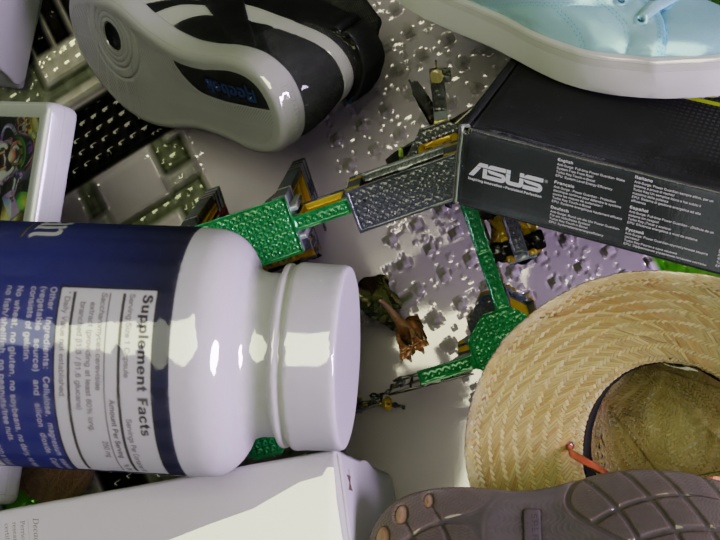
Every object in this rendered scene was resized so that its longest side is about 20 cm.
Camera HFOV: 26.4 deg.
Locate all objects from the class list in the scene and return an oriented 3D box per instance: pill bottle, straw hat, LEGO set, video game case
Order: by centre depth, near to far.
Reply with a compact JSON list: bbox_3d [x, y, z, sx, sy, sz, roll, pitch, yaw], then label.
[{"bbox_3d":[-0.103,0.035,0.690,0.198,0.111,0.112,2,78,7],"label":"pill bottle"},{"bbox_3d":[0.148,0.081,0.727,0.199,0.085,0.203,6,111,15],"label":"straw hat"},{"bbox_3d":[0.000,0.000,0.791,0.199,0.116,0.155,-26,102,10],"label":"LEGO set"},{"bbox_3d":[-0.230,0.009,0.820,0.181,0.023,0.202,6,86,40],"label":"video game case"}]

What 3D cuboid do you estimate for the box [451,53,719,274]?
[{"bbox_3d":[0.166,-0.067,0.719,0.198,0.193,0.048,17,123,17],"label":"box"}]

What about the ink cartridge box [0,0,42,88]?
[{"bbox_3d":[-0.296,-0.172,0.863,0.198,0.146,0.085,7,78,14],"label":"ink cartridge box"}]

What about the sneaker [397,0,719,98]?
[{"bbox_3d":[0.097,-0.140,0.706,0.199,0.083,0.074,23,39,26],"label":"sneaker"}]

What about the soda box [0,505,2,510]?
[{"bbox_3d":[-0.243,0.144,0.747,0.067,0.200,0.064,-14,75,10],"label":"soda box"}]

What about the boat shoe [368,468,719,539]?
[{"bbox_3d":[0.103,0.137,0.684,0.198,0.074,0.075,1,47,11],"label":"boat shoe"}]

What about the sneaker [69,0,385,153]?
[{"bbox_3d":[-0.065,-0.126,0.845,0.111,0.074,0.199,-32,41,-31],"label":"sneaker"}]

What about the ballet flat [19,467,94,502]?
[{"bbox_3d":[-0.177,0.021,0.823,0.067,0.072,0.202,-2,66,-33],"label":"ballet flat"}]

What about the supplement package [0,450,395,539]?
[{"bbox_3d":[-0.082,0.168,0.745,0.198,0.121,0.121,-12,75,11],"label":"supplement package"}]
